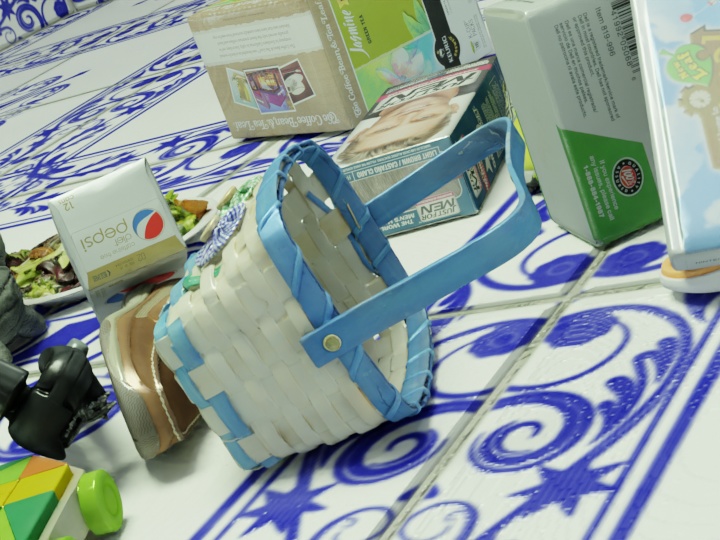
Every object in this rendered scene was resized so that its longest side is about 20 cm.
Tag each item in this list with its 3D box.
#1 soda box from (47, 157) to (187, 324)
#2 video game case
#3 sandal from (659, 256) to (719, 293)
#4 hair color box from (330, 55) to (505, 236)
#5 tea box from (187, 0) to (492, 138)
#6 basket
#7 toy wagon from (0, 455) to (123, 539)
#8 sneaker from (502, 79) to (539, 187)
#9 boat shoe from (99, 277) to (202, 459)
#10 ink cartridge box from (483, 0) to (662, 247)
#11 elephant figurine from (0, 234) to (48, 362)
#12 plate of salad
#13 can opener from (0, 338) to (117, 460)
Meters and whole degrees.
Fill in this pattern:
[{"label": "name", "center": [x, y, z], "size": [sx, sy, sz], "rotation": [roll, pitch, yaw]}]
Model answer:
[{"label": "soda box", "center": [-0.155, -0.012, 1.040], "size": [0.068, 0.064, 0.200], "rotation": [-25, -6, -9]}, {"label": "video game case", "center": [0.235, -0.104, 0.812], "size": [0.181, 0.022, 0.201], "rotation": [-10, 60, 13]}, {"label": "sandal", "center": [0.236, -0.055, 0.833], "size": [0.206, 0.060, 0.079], "rotation": [-29, 19, -25]}, {"label": "hair color box", "center": [0.049, -0.092, 1.164], "size": [0.099, 0.061, 0.200], "rotation": [-15, 19, 20]}, {"label": "tea box", "center": [-0.021, -0.226, 1.527], "size": [0.196, 0.134, 0.199], "rotation": [-33, 21, -33]}, {"label": "basket", "center": [0.000, 0.000, 0.807], "size": [0.199, 0.140, 0.176], "rotation": [-28, 15, 11]}, {"label": "toy wagon", "center": [-0.197, 0.138, 0.796], "size": [0.154, 0.040, 0.200], "rotation": [-18, 18, 11]}, {"label": "sneaker", "center": [0.128, -0.114, 1.112], "size": [0.075, 0.077, 0.200], "rotation": [-18, 18, 3]}, {"label": "boat shoe", "center": [-0.102, 0.044, 0.913], "size": [0.071, 0.076, 0.200], "rotation": [-18, 19, 3]}, {"label": "ink cartridge box", "center": [0.194, -0.124, 0.948], "size": [0.199, 0.148, 0.083], "rotation": [-23, 15, -8]}, {"label": "elephant figurine", "center": [-0.293, 0.024, 1.152], "size": [0.198, 0.156, 0.141], "rotation": [-1, -20, 23]}, {"label": "plate of salad", "center": [-0.211, -0.025, 1.292], "size": [0.199, 0.048, 0.200], "rotation": [-19, 18, 6]}, {"label": "can opener", "center": [-0.180, 0.064, 0.913], "size": [0.063, 0.079, 0.200], "rotation": [-49, 4, -6]}]
